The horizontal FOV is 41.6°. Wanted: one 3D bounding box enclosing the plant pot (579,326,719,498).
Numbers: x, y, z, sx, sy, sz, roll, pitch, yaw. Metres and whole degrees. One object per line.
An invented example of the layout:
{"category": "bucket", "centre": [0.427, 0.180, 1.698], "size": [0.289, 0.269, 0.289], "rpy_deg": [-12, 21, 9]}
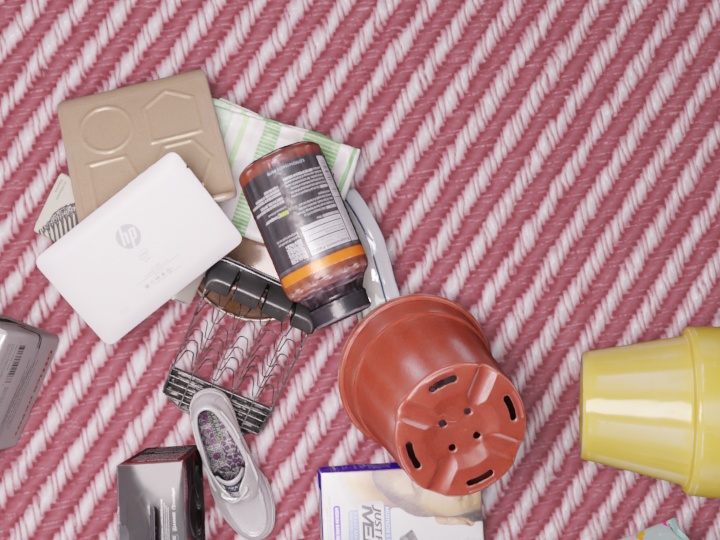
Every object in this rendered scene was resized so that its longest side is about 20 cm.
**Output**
{"category": "plant pot", "centre": [0.360, 0.168, 1.141], "size": [0.186, 0.201, 0.204], "rpy_deg": [0, 85, 11]}

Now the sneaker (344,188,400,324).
{"category": "sneaker", "centre": [0.000, 0.000, 1.175], "size": [0.070, 0.073, 0.203], "rpy_deg": [-18, 87, -11]}

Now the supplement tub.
{"category": "supplement tub", "centre": [-0.058, -0.038, 1.088], "size": [0.106, 0.107, 0.202], "rpy_deg": [-22, 86, -6]}

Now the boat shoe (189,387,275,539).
{"category": "boat shoe", "centre": [-0.152, 0.239, 1.127], "size": [0.071, 0.069, 0.203], "rpy_deg": [-13, 103, -1]}

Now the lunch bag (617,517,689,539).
{"category": "lunch bag", "centre": [0.334, 0.422, 1.141], "size": [0.168, 0.122, 0.202], "rpy_deg": [-19, 123, -7]}

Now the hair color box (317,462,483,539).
{"category": "hair color box", "centre": [0.048, 0.293, 1.160], "size": [0.197, 0.065, 0.111], "rpy_deg": [-2, 85, -6]}

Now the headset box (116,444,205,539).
{"category": "headset box", "centre": [-0.223, 0.283, 1.069], "size": [0.076, 0.200, 0.151], "rpy_deg": [-3, 84, -4]}

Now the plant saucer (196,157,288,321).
{"category": "plant saucer", "centre": [-0.125, -0.037, 1.181], "size": [0.197, 0.037, 0.204], "rpy_deg": [0, 85, 0]}

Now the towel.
{"category": "towel", "centre": [-0.113, -0.111, 1.157], "size": [0.197, 0.023, 0.155], "rpy_deg": [18, 87, 2]}

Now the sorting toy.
{"category": "sorting toy", "centre": [-0.254, -0.140, 1.122], "size": [0.182, 0.037, 0.202], "rpy_deg": [-15, 63, -8]}

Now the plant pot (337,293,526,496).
{"category": "plant pot", "centre": [0.087, 0.148, 1.082], "size": [0.197, 0.195, 0.204], "rpy_deg": [-2, 102, -11]}

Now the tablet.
{"category": "tablet", "centre": [-0.246, -0.023, 1.062], "size": [0.199, 0.014, 0.131], "rpy_deg": [-38, 109, -1]}

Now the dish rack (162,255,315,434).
{"category": "dish rack", "centre": [-0.148, 0.099, 1.145], "size": [0.152, 0.055, 0.202], "rpy_deg": [24, 113, -5]}

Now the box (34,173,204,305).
{"category": "box", "centre": [-0.282, -0.037, 1.138], "size": [0.198, 0.068, 0.083], "rpy_deg": [24, 87, 10]}

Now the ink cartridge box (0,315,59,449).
{"category": "ink cartridge box", "centre": [-0.429, 0.125, 1.067], "size": [0.083, 0.200, 0.146], "rpy_deg": [22, 84, 1]}
